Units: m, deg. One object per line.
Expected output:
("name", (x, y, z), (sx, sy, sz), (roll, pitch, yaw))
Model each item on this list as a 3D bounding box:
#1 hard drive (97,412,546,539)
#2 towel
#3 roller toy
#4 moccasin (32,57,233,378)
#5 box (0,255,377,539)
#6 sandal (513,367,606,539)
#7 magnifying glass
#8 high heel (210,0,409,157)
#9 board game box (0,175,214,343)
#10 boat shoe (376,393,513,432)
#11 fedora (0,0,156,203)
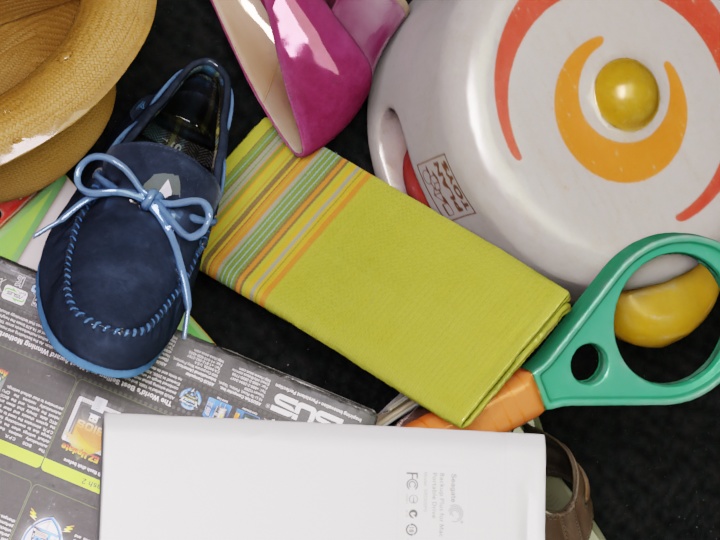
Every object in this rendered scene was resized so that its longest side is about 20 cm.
("hard drive", (-0.018, 0.134, 1.225), (0.198, 0.026, 0.133), (3, 78, -8))
("towel", (0.000, 0.000, 1.310), (0.086, 0.199, 0.018), (-49, 147, -16))
("roller toy", (0.105, -0.075, 1.366), (0.181, 0.140, 0.201), (19, 77, -18))
("moccasin", (-0.102, -0.034, 1.263), (0.080, 0.068, 0.201), (21, 36, -11))
("box", (-0.117, 0.118, 1.253), (0.199, 0.048, 0.194), (22, 78, 0))
("sandal", (0.076, 0.107, 1.376), (0.079, 0.057, 0.202), (-27, 94, -22))
("magnifying glass", (0.098, 0.046, 1.291), (0.199, 0.022, 0.080), (-26, 106, -15))
("high heel", (-0.075, -0.146, 1.338), (0.200, 0.067, 0.096), (39, 66, -15))
("board game box", (-0.124, 0.045, 1.322), (0.096, 0.030, 0.200), (-45, 98, -20))
("boat shoe", (-0.001, 0.117, 1.318), (0.075, 0.068, 0.200), (37, 84, 8))
("fedora", (-0.178, -0.087, 1.266), (0.201, 0.200, 0.082), (-47, 140, -20))
